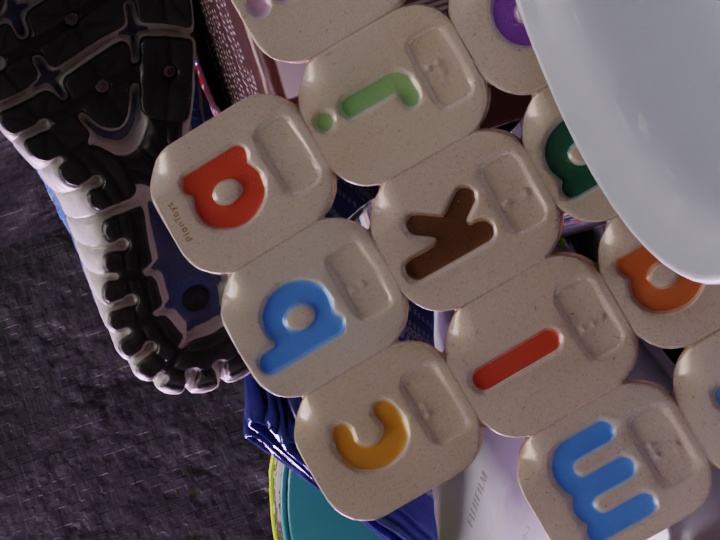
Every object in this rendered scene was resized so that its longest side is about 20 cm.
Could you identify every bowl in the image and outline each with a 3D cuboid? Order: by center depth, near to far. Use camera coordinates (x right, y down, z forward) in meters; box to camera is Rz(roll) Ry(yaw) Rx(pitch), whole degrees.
[{"bbox_3d":[0.094,-0.104,0.577,0.201,0.090,0.201,162,90,-80],"label":"bowl"}]

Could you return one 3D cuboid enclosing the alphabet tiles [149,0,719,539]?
[{"bbox_3d":[0.050,-0.026,0.679,0.200,0.195,0.015,59,-170,2],"label":"alphabet tiles"}]

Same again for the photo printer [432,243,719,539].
[{"bbox_3d":[0.082,0.094,1.022,0.200,0.069,0.167,55,142,42],"label":"photo printer"}]

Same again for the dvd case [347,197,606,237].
[{"bbox_3d":[0.063,-0.023,0.815,0.200,0.146,0.022,139,116,-82],"label":"dvd case"}]

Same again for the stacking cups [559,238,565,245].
[{"bbox_3d":[0.093,0.035,1.126,0.061,0.060,0.200,80,165,-49],"label":"stacking cups"}]

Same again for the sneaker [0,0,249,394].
[{"bbox_3d":[-0.089,-0.057,0.846,0.089,0.078,0.200,-129,20,-64],"label":"sneaker"}]

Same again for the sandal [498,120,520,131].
[{"bbox_3d":[0.054,-0.090,1.035,0.201,0.057,0.080,-89,-12,-56],"label":"sandal"}]

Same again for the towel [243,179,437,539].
[{"bbox_3d":[0.000,0.000,0.969,0.145,0.024,0.200,43,-138,-52],"label":"towel"}]

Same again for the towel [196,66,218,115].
[{"bbox_3d":[-0.061,-0.115,1.080,0.145,0.022,0.200,119,148,-55],"label":"towel"}]

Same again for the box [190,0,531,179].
[{"bbox_3d":[0.017,-0.140,0.798,0.200,0.164,0.166,-133,25,-74],"label":"box"}]

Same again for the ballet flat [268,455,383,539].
[{"bbox_3d":[0.003,0.129,1.051,0.067,0.067,0.200,-99,-4,-75],"label":"ballet flat"}]
